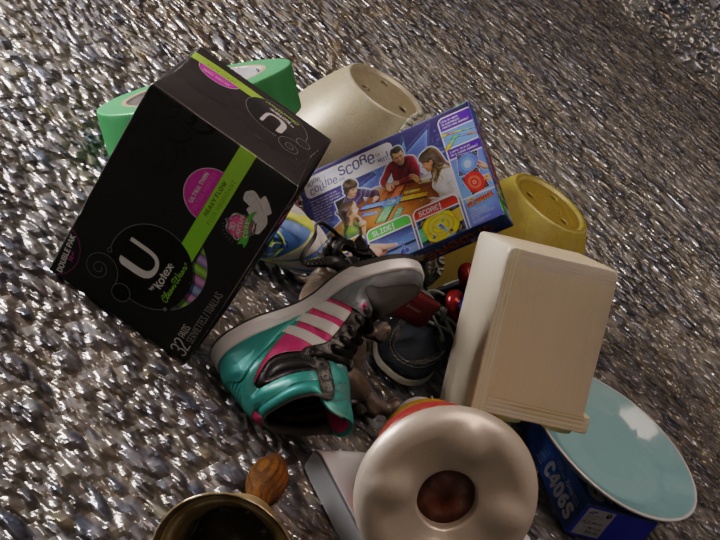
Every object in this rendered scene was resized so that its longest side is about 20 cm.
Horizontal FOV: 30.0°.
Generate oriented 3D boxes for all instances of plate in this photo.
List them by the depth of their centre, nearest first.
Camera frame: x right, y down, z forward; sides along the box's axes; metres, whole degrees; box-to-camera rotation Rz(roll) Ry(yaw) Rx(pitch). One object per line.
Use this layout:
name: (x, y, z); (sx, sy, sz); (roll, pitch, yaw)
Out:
plate: (0.247, 0.177, 1.330); (0.198, 0.026, 0.201); (27, 28, -15)

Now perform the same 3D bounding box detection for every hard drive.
hard drive: (0.058, 0.212, 1.146); (0.198, 0.027, 0.133); (9, 37, -41)

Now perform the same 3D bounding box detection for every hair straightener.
hair straightener: (0.000, 0.000, 1.261); (0.199, 0.041, 0.077); (20, 28, -53)

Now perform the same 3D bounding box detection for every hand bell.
hand bell: (-0.081, 0.180, 0.999); (0.104, 0.105, 0.200); (35, 13, -1)

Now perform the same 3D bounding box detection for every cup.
cup: (-0.007, -0.145, 1.516); (0.198, 0.144, 0.201); (27, 28, -16)

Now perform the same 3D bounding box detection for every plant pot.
plant pot: (0.178, -0.025, 1.542); (0.198, 0.143, 0.201); (28, 27, -16)

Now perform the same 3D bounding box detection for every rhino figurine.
rhino figurine: (-0.020, 0.053, 1.250); (0.087, 0.060, 0.202); (20, 41, -29)

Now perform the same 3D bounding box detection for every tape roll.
tape roll: (-0.159, -0.160, 1.325); (0.201, 0.198, 0.049); (-53, 132, -63)

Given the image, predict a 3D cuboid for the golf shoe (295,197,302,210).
golf shoe: (-0.120, -0.105, 1.412); (0.091, 0.073, 0.201); (-18, 48, -12)

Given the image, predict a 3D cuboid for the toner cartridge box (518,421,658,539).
toner cartridge box: (0.220, 0.185, 1.362); (0.094, 0.043, 0.201); (21, 30, -29)

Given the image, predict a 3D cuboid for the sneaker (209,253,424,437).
sneaker: (-0.019, 0.074, 1.131); (0.122, 0.198, 0.084); (62, -2, 31)

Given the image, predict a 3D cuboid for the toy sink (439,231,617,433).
toy sink: (0.149, 0.079, 1.221); (0.110, 0.203, 0.130); (13, 5, -7)

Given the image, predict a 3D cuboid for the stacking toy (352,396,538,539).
stacking toy: (0.057, 0.150, 1.106); (0.145, 0.147, 0.200); (28, 12, -14)

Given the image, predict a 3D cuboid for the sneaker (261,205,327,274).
sneaker: (-0.122, -0.030, 1.296); (0.198, 0.076, 0.106); (29, 45, -14)

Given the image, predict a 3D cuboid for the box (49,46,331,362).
box: (-0.143, -0.057, 1.147); (0.148, 0.201, 0.125); (33, 27, -3)

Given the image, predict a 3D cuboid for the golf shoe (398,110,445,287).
golf shoe: (0.049, -0.071, 1.443); (0.077, 0.097, 0.203); (16, 69, -16)

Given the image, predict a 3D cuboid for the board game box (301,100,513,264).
board game box: (0.042, -0.071, 1.361); (0.034, 0.198, 0.137); (41, 30, -60)

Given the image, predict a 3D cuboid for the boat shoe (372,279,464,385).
boat shoe: (0.076, 0.058, 1.375); (0.075, 0.062, 0.199); (47, 29, 9)

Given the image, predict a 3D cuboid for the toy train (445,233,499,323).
toy train: (0.159, 0.033, 1.392); (0.117, 0.084, 0.200); (65, 22, -15)
